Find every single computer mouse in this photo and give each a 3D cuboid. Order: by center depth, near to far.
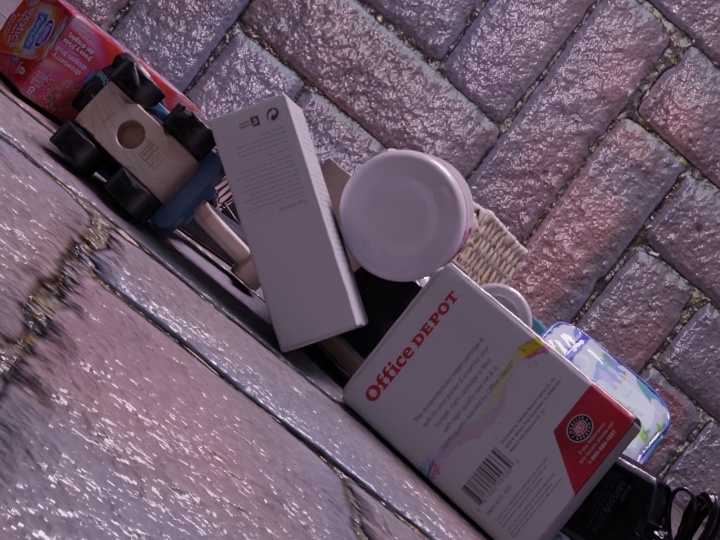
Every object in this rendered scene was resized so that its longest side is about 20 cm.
[{"bbox_3d":[0.197,0.197,1.151,0.199,0.139,0.053,37,3,20],"label":"computer mouse"}]

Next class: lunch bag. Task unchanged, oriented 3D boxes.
[{"bbox_3d":[0.186,0.149,1.280,0.161,0.083,0.200,42,46,13],"label":"lunch bag"}]

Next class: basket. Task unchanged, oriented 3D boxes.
[{"bbox_3d":[0.071,-0.003,1.649,0.160,0.201,0.198,33,-1,26],"label":"basket"}]

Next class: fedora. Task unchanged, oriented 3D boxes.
[{"bbox_3d":[0.029,0.059,1.278,0.200,0.092,0.201,37,11,-8],"label":"fedora"}]

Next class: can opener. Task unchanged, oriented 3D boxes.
[{"bbox_3d":[-0.168,-0.080,1.323,0.199,0.067,0.053,37,5,-35],"label":"can opener"}]

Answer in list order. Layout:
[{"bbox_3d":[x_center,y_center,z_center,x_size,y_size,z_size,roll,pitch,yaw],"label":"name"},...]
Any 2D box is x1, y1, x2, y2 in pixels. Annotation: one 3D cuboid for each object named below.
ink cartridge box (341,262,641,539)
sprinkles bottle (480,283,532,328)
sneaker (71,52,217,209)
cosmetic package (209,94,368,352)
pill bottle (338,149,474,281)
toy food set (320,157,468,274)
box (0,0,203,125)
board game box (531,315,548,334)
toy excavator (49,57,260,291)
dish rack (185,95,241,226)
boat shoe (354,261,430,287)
[{"bbox_3d":[0.107,0.114,1.121,0.200,0.146,0.083,41,3,19],"label":"ink cartridge box"},{"bbox_3d":[0.129,0.053,1.309,0.068,0.068,0.200,40,0,8],"label":"sprinkles bottle"},{"bbox_3d":[-0.211,-0.117,1.361,0.075,0.079,0.201,35,-22,58],"label":"sneaker"},{"bbox_3d":[-0.058,-0.038,1.166,0.101,0.070,0.202,9,63,-84],"label":"cosmetic package"},{"bbox_3d":[0.048,-0.053,1.268,0.113,0.114,0.200,39,8,4],"label":"pill bottle"},{"bbox_3d":[0.000,0.000,1.453,0.199,0.144,0.060,38,2,-13],"label":"toy food set"},{"bbox_3d":[-0.268,-0.189,1.394,0.100,0.096,0.200,41,3,42],"label":"box"},{"bbox_3d":[0.184,0.145,1.488,0.047,0.151,0.200,38,4,-16],"label":"board game box"},{"bbox_3d":[-0.160,-0.074,1.229,0.194,0.100,0.200,42,-5,11],"label":"toy excavator"},{"bbox_3d":[-0.148,-0.101,1.508,0.201,0.054,0.154,52,-1,25],"label":"dish rack"},{"bbox_3d":[0.067,0.056,1.382,0.068,0.072,0.201,-19,68,-40],"label":"boat shoe"}]
